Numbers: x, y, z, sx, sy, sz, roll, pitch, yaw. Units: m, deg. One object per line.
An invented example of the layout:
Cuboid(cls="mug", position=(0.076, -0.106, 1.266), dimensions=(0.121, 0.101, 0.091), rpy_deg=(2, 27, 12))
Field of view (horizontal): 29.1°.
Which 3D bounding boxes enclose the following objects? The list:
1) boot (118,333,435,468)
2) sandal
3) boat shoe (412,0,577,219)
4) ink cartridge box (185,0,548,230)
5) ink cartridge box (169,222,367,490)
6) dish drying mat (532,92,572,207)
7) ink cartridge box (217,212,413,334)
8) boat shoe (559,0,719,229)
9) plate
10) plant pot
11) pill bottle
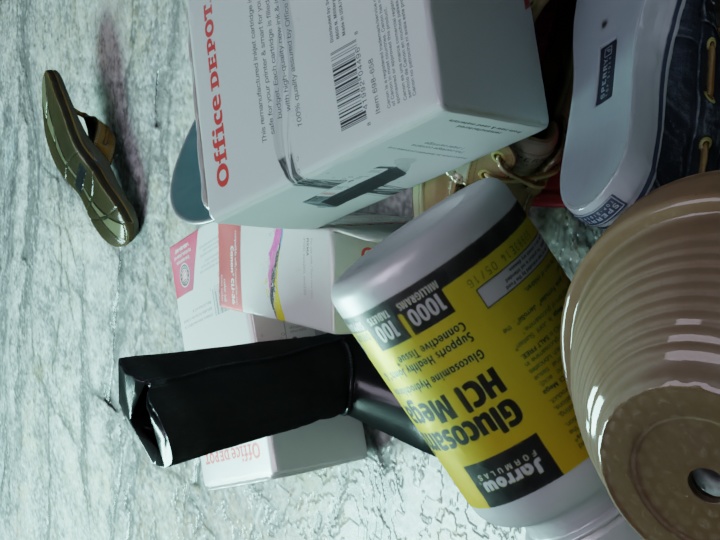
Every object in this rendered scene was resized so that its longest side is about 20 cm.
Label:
Cuboid(cls="boot", position=(-0.042, 0.091, 0.912), dimensions=(0.165, 0.199, 0.066), rpy_deg=(28, 117, 54))
Cuboid(cls="sandal", position=(-0.269, -0.116, 1.406), dimensions=(0.200, 0.054, 0.082), rpy_deg=(56, 146, 18))
Cuboid(cls="boat shoe", position=(0.081, -0.079, 0.777), dimensions=(0.066, 0.074, 0.201), rpy_deg=(38, 125, 53))
Cuboid(cls="ink cartridge box", position=(-0.004, -0.118, 0.768), dimensions=(0.200, 0.084, 0.145), rpy_deg=(-21, 71, 45))
Cuboid(cls="ink cartridge box", position=(-0.076, 0.061, 1.073), dimensions=(0.146, 0.082, 0.201), rpy_deg=(-23, 75, 60))
Cuboid(cls="dish drying mat", position=(0.113, -0.075, 0.811), dimensions=(0.200, 0.018, 0.077), rpy_deg=(8, 100, 58))
Cuboid(cls="ink cartridge box", position=(0.000, 0.000, 0.912), dimensions=(0.200, 0.116, 0.068), rpy_deg=(8, 100, 59))
Cuboid(cls="boat shoe", position=(0.158, -0.098, 0.695), dimensions=(0.071, 0.091, 0.201), rpy_deg=(-26, 45, 56))
Cuboid(cls="plate", position=(-0.068, -0.114, 1.025), dimensions=(0.200, 0.026, 0.201), rpy_deg=(-37, 33, 29))
Cuboid(cls="plant pot", position=(0.164, 0.066, 0.593), dimensions=(0.200, 0.093, 0.202), rpy_deg=(21, 129, 28))
Cuboid(cls="pill bottle", position=(0.082, 0.061, 0.738), dimensions=(0.200, 0.112, 0.112), rpy_deg=(55, 147, -5))
